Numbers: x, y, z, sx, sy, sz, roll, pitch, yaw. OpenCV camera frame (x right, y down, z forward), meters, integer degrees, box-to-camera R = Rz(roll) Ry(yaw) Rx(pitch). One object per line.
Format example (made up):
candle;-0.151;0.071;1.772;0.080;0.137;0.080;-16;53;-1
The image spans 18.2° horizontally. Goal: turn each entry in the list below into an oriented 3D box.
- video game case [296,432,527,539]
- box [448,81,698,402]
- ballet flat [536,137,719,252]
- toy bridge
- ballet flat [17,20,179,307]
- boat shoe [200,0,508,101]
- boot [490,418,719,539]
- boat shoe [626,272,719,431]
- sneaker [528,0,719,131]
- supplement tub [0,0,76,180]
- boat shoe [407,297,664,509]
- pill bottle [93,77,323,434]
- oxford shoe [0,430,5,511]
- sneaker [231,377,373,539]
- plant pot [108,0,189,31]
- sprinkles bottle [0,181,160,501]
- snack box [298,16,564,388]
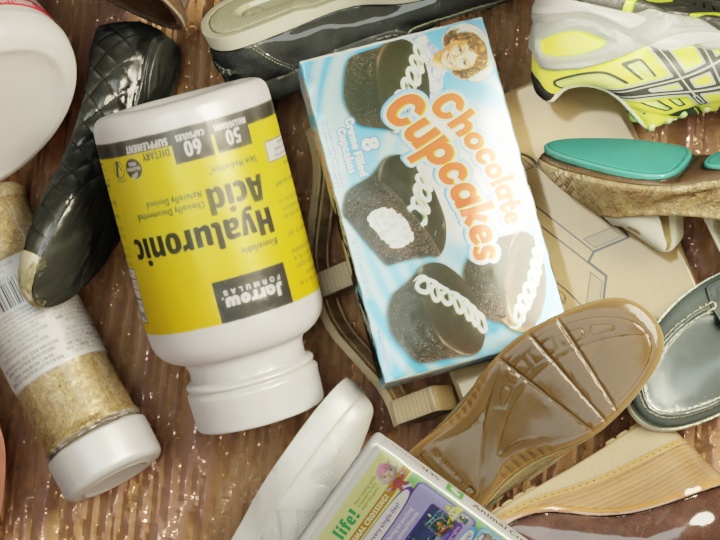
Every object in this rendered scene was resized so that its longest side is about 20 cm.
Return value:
video game case;0.026;0.225;1.313;0.182;0.022;0.200;36;105;2
box;0.111;-0.010;1.374;0.163;0.021;0.201;-23;81;11
ballet flat;0.194;-0.040;1.304;0.199;0.070;0.066;5;113;33
toy bridge;0.000;0.000;1.388;0.067;0.027;0.201;-23;80;33
ballet flat;-0.170;-0.066;1.415;0.057;0.067;0.201;10;67;26
boat shoe;0.005;-0.154;1.400;0.199;0.072;0.068;-15;120;5
boot;0.145;0.200;1.321;0.200;0.072;0.167;-33;77;5
boat shoe;0.237;0.022;1.306;0.200;0.062;0.073;-34;82;-2
sneaker;0.196;-0.121;1.338;0.199;0.075;0.077;14;109;3
supplement tub;-0.281;-0.156;1.404;0.140;0.140;0.200;-45;61;6
boat shoe;0.094;0.084;1.324;0.200;0.065;0.071;-38;84;13
pill bottle;-0.085;-0.008;1.366;0.111;0.111;0.201;-13;98;12
oxford shoe;-0.265;0.088;1.441;0.070;0.074;0.201;-5;101;-9
sneaker;-0.017;0.174;1.369;0.115;0.074;0.201;31;102;12
plant pot;-0.142;-0.285;1.382;0.200;0.200;0.199;30;85;14
sprinkles bottle;-0.199;0.044;1.421;0.068;0.068;0.201;-30;79;9
snack box;0.043;-0.041;1.347;0.116;0.037;0.201;-15;81;-6
